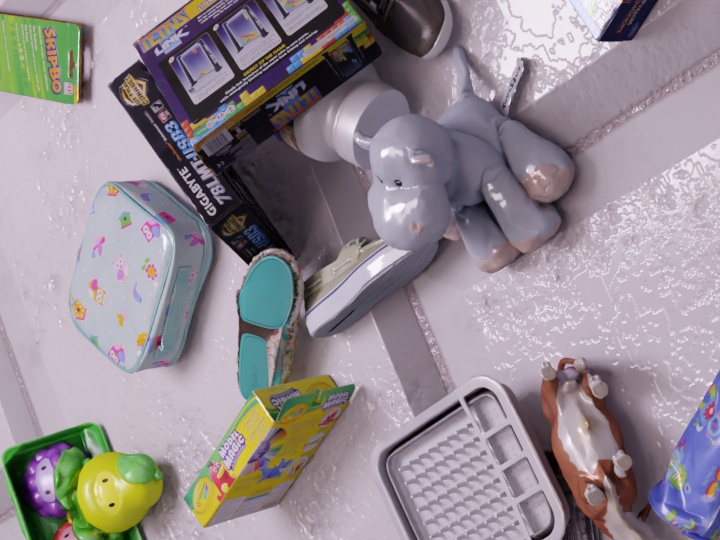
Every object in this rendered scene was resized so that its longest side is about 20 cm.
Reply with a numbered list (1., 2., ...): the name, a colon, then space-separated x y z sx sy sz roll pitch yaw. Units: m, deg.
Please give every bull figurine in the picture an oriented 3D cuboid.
1. bull figurine: 0.210 0.167 1.392 0.064 0.122 0.202 -23 69 -1

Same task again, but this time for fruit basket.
1. fruit basket: -0.326 0.283 1.873 0.215 0.154 0.218 31 129 48

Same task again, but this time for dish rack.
1. dish rack: 0.109 0.208 1.507 0.200 0.043 0.173 -38 72 38

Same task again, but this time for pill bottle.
1. pill bottle: -0.050 -0.176 1.565 0.199 0.110 0.112 30 115 35

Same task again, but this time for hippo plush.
1. hippo plush: 0.090 -0.090 1.420 0.158 0.160 0.203 16 107 39

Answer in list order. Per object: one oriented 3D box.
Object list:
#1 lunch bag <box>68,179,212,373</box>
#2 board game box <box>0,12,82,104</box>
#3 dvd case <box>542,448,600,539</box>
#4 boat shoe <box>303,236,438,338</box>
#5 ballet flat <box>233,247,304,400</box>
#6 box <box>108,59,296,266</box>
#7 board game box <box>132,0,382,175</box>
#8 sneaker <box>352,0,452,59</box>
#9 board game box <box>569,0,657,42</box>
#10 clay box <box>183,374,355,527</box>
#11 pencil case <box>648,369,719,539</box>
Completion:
1. lunch bag: -0.251 0.011 1.797 0.160 0.077 0.202 34 118 31
2. board game box: -0.401 -0.261 1.923 0.199 0.030 0.097 15 107 42
3. dvd case: 0.146 0.248 1.519 0.198 0.016 0.151 -7 92 42
4. boat shoe: 0.000 0.000 1.576 0.200 0.071 0.063 -38 68 41
5. ballet flat: -0.094 0.050 1.650 0.075 0.064 0.202 22 125 12
6. box: -0.160 -0.100 1.627 0.050 0.200 0.199 -38 69 1
7. board game box: -0.101 -0.213 1.507 0.199 0.057 0.166 -35 52 3
8. sneaker: 0.007 -0.277 1.518 0.200 0.081 0.077 50 124 25
9. board game box: 0.204 -0.338 1.348 0.200 0.061 0.201 47 124 25
10. clay box: -0.095 0.182 1.658 0.048 0.114 0.201 49 124 25
11. pencil case: 0.312 0.136 1.308 0.077 0.087 0.202 19 116 -4
